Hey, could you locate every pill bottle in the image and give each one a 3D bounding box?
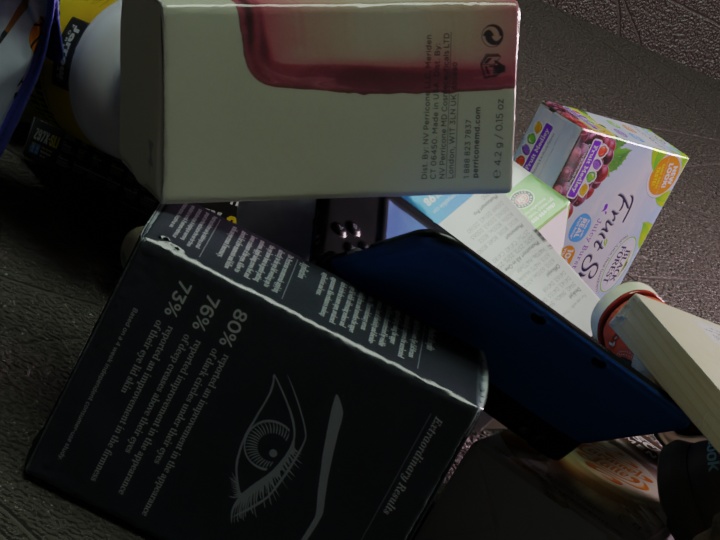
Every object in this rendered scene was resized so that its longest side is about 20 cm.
[{"bbox_3d":[-0.158,-0.135,1.489,0.112,0.112,0.200,16,6,-37],"label":"pill bottle"}]

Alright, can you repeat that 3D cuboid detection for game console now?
[{"bbox_3d":[0.080,0.010,1.284,0.200,0.118,0.171,36,33,-23],"label":"game console"}]

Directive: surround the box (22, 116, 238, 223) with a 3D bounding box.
[{"bbox_3d":[-0.123,-0.061,1.601,0.160,0.049,0.200,18,4,-39],"label":"box"}]

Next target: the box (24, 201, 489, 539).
[{"bbox_3d":[-0.052,0.074,1.195,0.200,0.148,0.104,28,15,-4],"label":"box"}]

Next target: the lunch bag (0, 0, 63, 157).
[{"bbox_3d":[-0.280,-0.159,1.448,0.124,0.200,0.170,12,21,-44],"label":"lunch bag"}]

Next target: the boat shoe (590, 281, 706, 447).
[{"bbox_3d":[0.210,0.081,1.395,0.200,0.071,0.063,46,2,-43],"label":"boat shoe"}]

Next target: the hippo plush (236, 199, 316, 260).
[{"bbox_3d":[0.000,0.000,1.400,0.159,0.161,0.200,1,7,25],"label":"hippo plush"}]

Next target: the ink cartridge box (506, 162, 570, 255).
[{"bbox_3d":[0.039,-0.053,1.643,0.200,0.067,0.117,38,59,25],"label":"ink cartridge box"}]

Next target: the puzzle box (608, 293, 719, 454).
[{"bbox_3d":[0.234,0.083,1.281,0.200,0.025,0.133,19,26,-52],"label":"puzzle box"}]

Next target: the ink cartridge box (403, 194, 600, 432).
[{"bbox_3d":[0.083,0.025,1.488,0.200,0.116,0.067,48,54,3],"label":"ink cartridge box"}]

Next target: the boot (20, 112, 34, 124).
[{"bbox_3d":[-0.234,-0.154,1.742,0.155,0.073,0.200,18,24,-39],"label":"boot"}]

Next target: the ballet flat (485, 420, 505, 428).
[{"bbox_3d":[0.105,0.085,1.597,0.200,0.069,0.069,5,27,-45],"label":"ballet flat"}]

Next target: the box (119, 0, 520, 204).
[{"bbox_3d":[-0.026,-0.103,1.247,0.200,0.109,0.128,-2,14,-16],"label":"box"}]

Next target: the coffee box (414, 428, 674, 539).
[{"bbox_3d":[0.132,0.150,1.384,0.114,0.080,0.200,35,17,17],"label":"coffee box"}]

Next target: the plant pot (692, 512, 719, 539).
[{"bbox_3d":[0.270,0.217,1.249,0.183,0.201,0.200,15,18,-7],"label":"plant pot"}]

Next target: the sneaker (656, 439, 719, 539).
[{"bbox_3d":[0.248,0.181,1.351,0.200,0.079,0.075,59,26,-26],"label":"sneaker"}]

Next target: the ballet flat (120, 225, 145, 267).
[{"bbox_3d":[-0.076,0.009,1.520,0.200,0.070,0.069,16,20,-36],"label":"ballet flat"}]

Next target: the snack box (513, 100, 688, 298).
[{"bbox_3d":[0.151,-0.022,1.734,0.142,0.200,0.053,9,24,-48],"label":"snack box"}]
